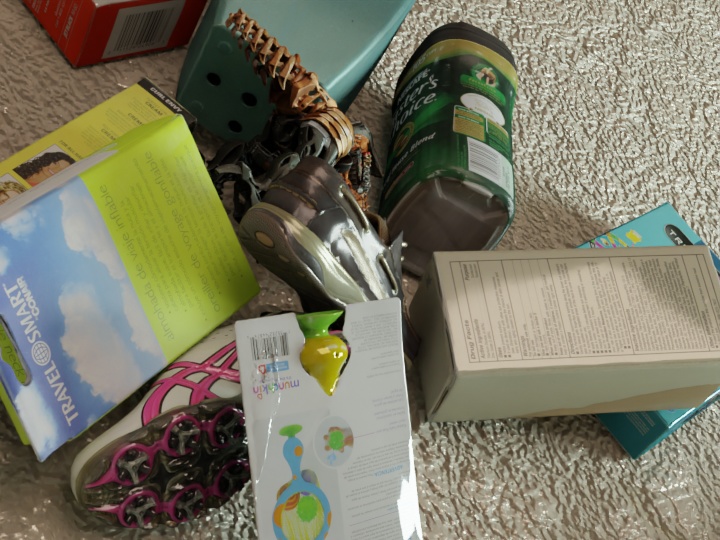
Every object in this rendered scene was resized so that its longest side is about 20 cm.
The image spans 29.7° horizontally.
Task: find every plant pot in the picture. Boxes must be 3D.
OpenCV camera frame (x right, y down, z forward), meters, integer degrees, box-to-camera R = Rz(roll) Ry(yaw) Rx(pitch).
[{"bbox_3d":[-0.047,-0.181,1.002,0.141,0.142,0.200,30,44,-6],"label":"plant pot"}]

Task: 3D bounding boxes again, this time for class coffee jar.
[{"bbox_3d":[0.067,-0.096,1.021,0.085,0.104,0.201,25,41,-15],"label":"coffee jar"}]

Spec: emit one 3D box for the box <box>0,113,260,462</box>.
[{"bbox_3d":[-0.147,0.006,0.753,0.200,0.047,0.123,-40,112,-49],"label":"box"}]

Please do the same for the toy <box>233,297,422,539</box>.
[{"bbox_3d":[-0.022,0.120,0.758,0.115,0.047,0.201,-7,96,-39],"label":"toy"}]

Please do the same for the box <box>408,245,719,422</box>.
[{"bbox_3d":[0.140,0.042,0.909,0.199,0.078,0.096,-1,61,-12],"label":"box"}]

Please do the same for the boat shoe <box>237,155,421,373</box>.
[{"bbox_3d":[0.000,0.000,0.834,0.074,0.200,0.074,27,77,31],"label":"boat shoe"}]

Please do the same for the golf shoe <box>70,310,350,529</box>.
[{"bbox_3d":[-0.091,0.083,0.786,0.092,0.073,0.199,22,35,38],"label":"golf shoe"}]

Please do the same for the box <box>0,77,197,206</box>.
[{"bbox_3d":[-0.184,-0.044,0.829,0.050,0.075,0.200,38,42,6],"label":"box"}]

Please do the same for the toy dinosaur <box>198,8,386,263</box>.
[{"bbox_3d":[-0.048,-0.072,0.896,0.136,0.102,0.201,-39,103,-28],"label":"toy dinosaur"}]

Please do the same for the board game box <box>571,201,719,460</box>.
[{"bbox_3d":[0.223,0.040,1.038,0.199,0.047,0.151,-22,66,-44],"label":"board game box"}]

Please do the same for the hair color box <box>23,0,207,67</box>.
[{"bbox_3d":[-0.215,-0.250,1.010,0.111,0.064,0.200,-22,64,-43],"label":"hair color box"}]
